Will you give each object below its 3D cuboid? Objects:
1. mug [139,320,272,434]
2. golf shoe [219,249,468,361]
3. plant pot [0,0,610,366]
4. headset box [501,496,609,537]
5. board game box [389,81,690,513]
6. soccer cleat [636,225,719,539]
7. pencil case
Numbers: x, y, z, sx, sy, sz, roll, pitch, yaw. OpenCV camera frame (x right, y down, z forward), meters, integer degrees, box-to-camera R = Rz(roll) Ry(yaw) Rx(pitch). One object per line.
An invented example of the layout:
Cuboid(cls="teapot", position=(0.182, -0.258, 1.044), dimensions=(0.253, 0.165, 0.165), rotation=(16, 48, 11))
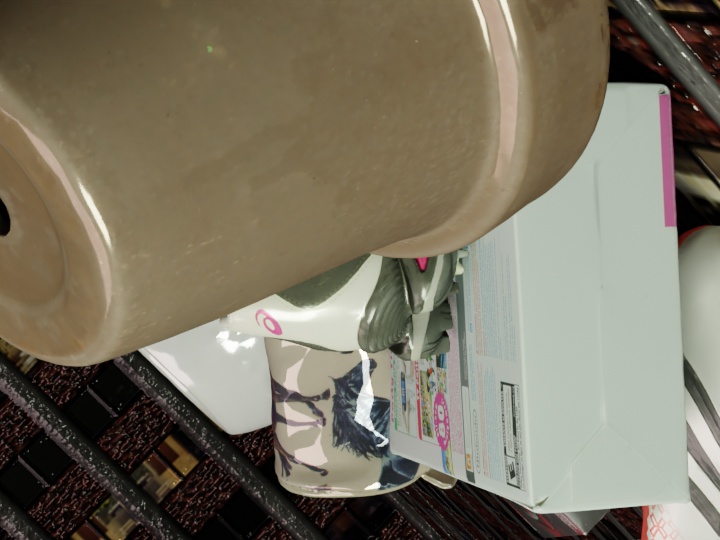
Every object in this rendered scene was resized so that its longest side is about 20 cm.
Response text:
Cuboid(cls="mug", position=(-0.020, 0.004, 1.176), dimensions=(0.200, 0.175, 0.148), rotation=(49, 172, -32))
Cuboid(cls="golf shoe", position=(-0.020, -0.046, 0.905), dimensions=(0.200, 0.088, 0.077), rotation=(-106, 17, -51))
Cuboid(cls="plant pot", position=(-0.051, -0.062, 0.723), dimensions=(0.200, 0.175, 0.200), rotation=(30, 141, 28))
Cuboid(cls="headset box", position=(0.092, 0.079, 1.377), dimensions=(0.149, 0.075, 0.200), rotation=(44, 173, 2))
Cuboid(cls="board game box", position=(0.059, 0.006, 0.896), dimensions=(0.200, 0.064, 0.148), rotation=(-172, 79, -76))
Cuboid(cls="soccer cleat", position=(0.149, 0.075, 0.904), dimensions=(0.085, 0.069, 0.200), rotation=(22, 132, 42))
Cuboid(cls="pencil case", position=(0.000, 0.000, 1.054), dimensions=(0.078, 0.089, 0.200), rotation=(-51, -40, -69))
